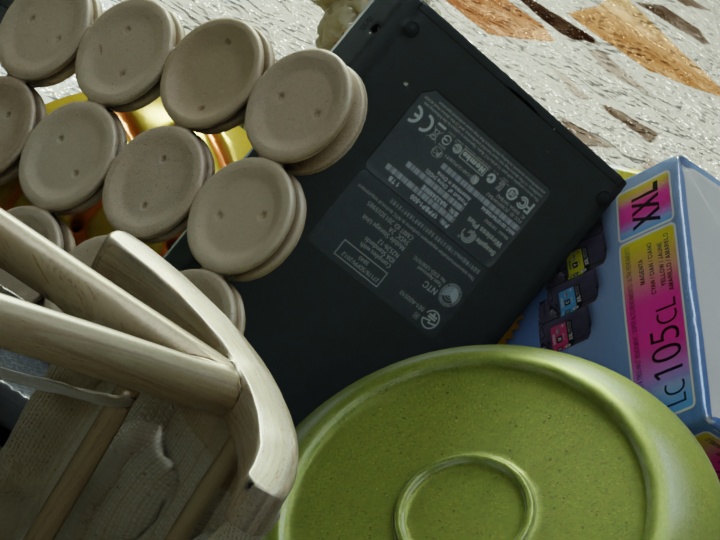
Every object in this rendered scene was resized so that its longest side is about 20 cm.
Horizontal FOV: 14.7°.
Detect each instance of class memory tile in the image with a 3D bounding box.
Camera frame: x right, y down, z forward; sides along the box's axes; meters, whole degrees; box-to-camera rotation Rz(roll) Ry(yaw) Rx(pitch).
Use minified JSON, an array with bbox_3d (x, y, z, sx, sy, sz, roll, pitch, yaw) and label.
[{"bbox_3d":[-0.099,-0.039,1.143,0.199,0.154,0.017,19,-12,38],"label":"memory tile"}]

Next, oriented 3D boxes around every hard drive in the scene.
[{"bbox_3d":[0.000,0.000,1.159,0.139,0.200,0.033,38,2,-31],"label":"hard drive"}]

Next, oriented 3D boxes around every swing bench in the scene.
[{"bbox_3d":[-0.149,0.073,0.817,0.199,0.199,0.130,27,21,-15],"label":"swing bench"}]

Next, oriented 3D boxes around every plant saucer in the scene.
[{"bbox_3d":[0.042,0.101,1.079,0.200,0.199,0.031,50,-16,38],"label":"plant saucer"}]

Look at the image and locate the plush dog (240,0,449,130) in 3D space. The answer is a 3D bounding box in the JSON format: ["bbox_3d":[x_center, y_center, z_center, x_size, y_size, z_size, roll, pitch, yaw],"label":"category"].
[{"bbox_3d":[-0.011,-0.055,1.349,0.160,0.200,0.172,42,29,3],"label":"plush dog"}]

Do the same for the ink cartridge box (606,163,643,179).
[{"bbox_3d":[0.155,0.007,1.336,0.199,0.084,0.145,14,-5,27],"label":"ink cartridge box"}]

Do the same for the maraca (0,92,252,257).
[{"bbox_3d":[-0.077,-0.015,1.222,0.199,0.107,0.138,12,58,-1],"label":"maraca"}]

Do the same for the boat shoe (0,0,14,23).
[{"bbox_3d":[-0.204,-0.160,1.465,0.076,0.060,0.200,44,23,29],"label":"boat shoe"}]

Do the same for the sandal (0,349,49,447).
[{"bbox_3d":[-0.164,0.042,1.104,0.199,0.043,0.076,29,11,1],"label":"sandal"}]

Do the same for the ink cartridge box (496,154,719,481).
[{"bbox_3d":[0.083,0.056,1.215,0.076,0.200,0.137,31,44,-39],"label":"ink cartridge box"}]
